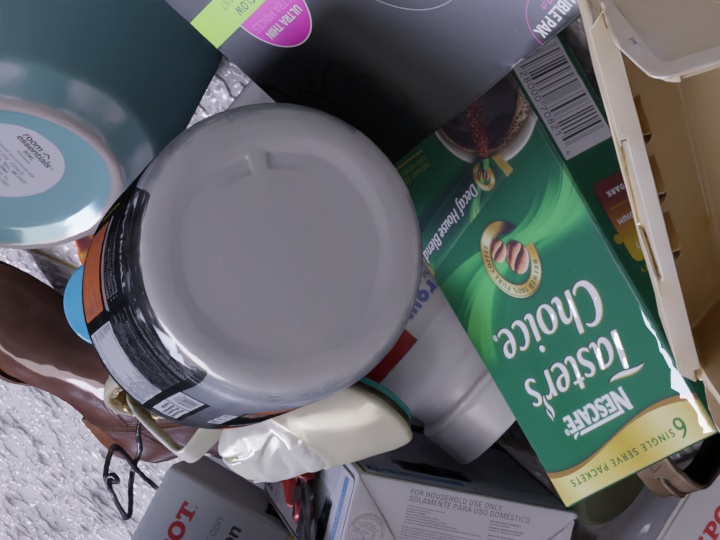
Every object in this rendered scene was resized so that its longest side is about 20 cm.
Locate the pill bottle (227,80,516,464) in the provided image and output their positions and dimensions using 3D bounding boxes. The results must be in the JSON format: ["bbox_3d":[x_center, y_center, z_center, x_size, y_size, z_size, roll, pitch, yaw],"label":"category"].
[{"bbox_3d":[0.000,0.000,1.318,0.200,0.112,0.112,39,148,-5],"label":"pill bottle"}]

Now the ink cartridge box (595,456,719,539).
[{"bbox_3d":[0.194,0.213,1.375,0.200,0.146,0.084,44,150,-10],"label":"ink cartridge box"}]

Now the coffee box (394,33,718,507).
[{"bbox_3d":[0.089,-0.002,1.224,0.123,0.044,0.201,-32,87,52],"label":"coffee box"}]

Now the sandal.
[{"bbox_3d":[0.152,0.077,1.296,0.057,0.080,0.201,44,149,9],"label":"sandal"}]

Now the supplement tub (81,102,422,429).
[{"bbox_3d":[-0.053,0.004,1.152,0.122,0.123,0.200,40,167,-6],"label":"supplement tub"}]

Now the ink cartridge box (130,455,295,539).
[{"bbox_3d":[-0.045,0.210,1.440,0.199,0.146,0.083,29,-176,7],"label":"ink cartridge box"}]

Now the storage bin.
[{"bbox_3d":[0.196,-0.048,0.991,0.197,0.094,0.201,-17,133,4],"label":"storage bin"}]

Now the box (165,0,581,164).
[{"bbox_3d":[0.023,-0.155,1.084,0.148,0.124,0.200,42,147,-7],"label":"box"}]

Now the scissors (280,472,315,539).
[{"bbox_3d":[-0.029,0.115,1.333,0.014,0.201,0.073,10,136,-14],"label":"scissors"}]

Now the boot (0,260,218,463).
[{"bbox_3d":[-0.120,0.048,1.542,0.186,0.064,0.199,40,154,-30],"label":"boot"}]

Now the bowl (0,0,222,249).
[{"bbox_3d":[-0.166,-0.084,1.300,0.199,0.106,0.201,2,145,1],"label":"bowl"}]

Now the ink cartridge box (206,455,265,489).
[{"bbox_3d":[-0.029,0.218,1.655,0.145,0.088,0.200,8,140,38],"label":"ink cartridge box"}]

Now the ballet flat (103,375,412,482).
[{"bbox_3d":[-0.056,0.069,1.303,0.199,0.069,0.070,17,145,47],"label":"ballet flat"}]

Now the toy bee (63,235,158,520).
[{"bbox_3d":[-0.097,0.013,1.439,0.108,0.131,0.201,-13,112,10],"label":"toy bee"}]

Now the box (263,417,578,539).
[{"bbox_3d":[0.025,0.118,1.368,0.116,0.060,0.200,11,-174,-12],"label":"box"}]
